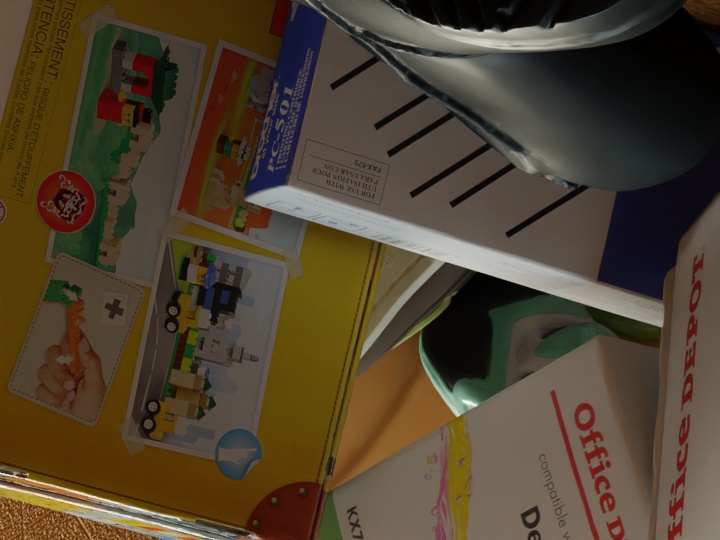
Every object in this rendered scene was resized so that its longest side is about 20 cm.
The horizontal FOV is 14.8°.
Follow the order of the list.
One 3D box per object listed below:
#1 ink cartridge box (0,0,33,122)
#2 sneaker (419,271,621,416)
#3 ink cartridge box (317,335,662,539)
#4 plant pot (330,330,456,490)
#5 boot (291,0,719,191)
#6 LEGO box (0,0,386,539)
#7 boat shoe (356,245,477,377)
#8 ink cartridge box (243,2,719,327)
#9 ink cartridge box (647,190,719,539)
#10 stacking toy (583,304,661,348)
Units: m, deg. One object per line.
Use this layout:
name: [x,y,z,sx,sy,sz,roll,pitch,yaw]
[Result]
ink cartridge box: [-0.195,-0.098,0.777,0.144,0.146,0.200,19,170,-35]
sneaker: [0.110,0.083,1.035,0.140,0.078,0.200,43,-170,-34]
ink cartridge box: [0.068,0.099,0.903,0.200,0.118,0.067,-33,152,32]
plant pot: [-0.042,0.018,1.187,0.140,0.201,0.200,32,163,-29]
boot: [0.056,-0.075,0.757,0.200,0.077,0.168,15,171,47]
LEGO box: [-0.072,-0.019,0.921,0.148,0.201,0.077,18,170,-25]
boat shoe: [0.000,0.000,1.065,0.072,0.200,0.059,52,-163,22]
ink cartridge box: [0.069,-0.042,0.911,0.199,0.095,0.044,17,170,-19]
ink cartridge box: [0.156,0.018,0.778,0.082,0.147,0.200,13,151,-11]
stacking toy: [0.116,-0.010,1.093,0.115,0.110,0.200,11,160,15]
